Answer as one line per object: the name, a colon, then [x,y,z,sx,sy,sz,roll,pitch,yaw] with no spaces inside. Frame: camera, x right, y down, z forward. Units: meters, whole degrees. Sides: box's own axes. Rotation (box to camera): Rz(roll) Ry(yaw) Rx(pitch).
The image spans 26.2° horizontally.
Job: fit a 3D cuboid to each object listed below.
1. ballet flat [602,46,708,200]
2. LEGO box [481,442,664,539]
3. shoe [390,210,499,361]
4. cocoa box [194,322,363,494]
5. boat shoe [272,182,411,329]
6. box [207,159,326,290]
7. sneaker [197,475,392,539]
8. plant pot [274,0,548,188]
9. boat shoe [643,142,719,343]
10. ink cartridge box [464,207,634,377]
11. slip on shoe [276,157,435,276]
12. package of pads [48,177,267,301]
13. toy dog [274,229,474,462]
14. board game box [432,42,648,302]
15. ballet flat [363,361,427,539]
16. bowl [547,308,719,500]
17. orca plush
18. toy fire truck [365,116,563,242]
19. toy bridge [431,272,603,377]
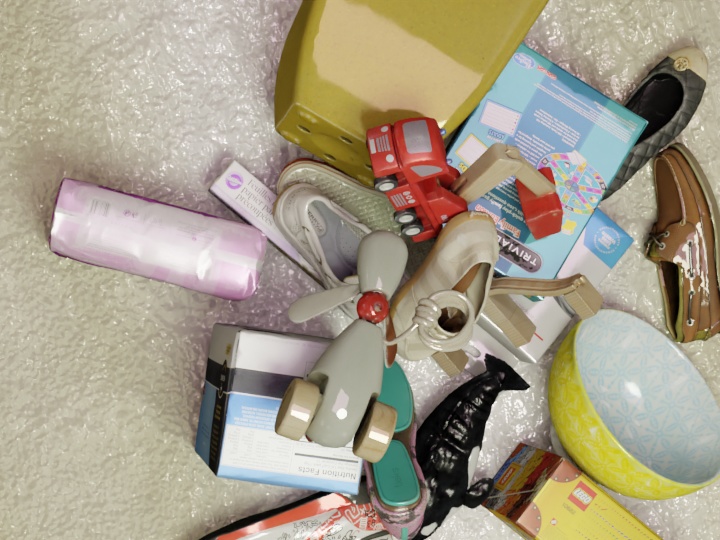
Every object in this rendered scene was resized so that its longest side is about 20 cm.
ballet flat: [0.280,-0.149,1.540,0.066,0.057,0.200,34,79,34]
LEGO box: [0.226,0.262,1.490,0.200,0.149,0.077,39,83,-7]
shoe: [0.075,0.028,1.404,0.070,0.200,0.053,-4,53,-23]
cocoa box: [-0.072,0.123,1.417,0.133,0.200,0.131,9,88,-11]
boat shoe: [0.000,0.000,1.446,0.200,0.069,0.071,43,80,-24]
box: [-0.060,-0.029,1.503,0.200,0.041,0.039,40,83,-7]
sneaker: [-0.062,0.280,1.485,0.201,0.067,0.108,-19,90,-11]
plant pot: [0.022,-0.193,1.427,0.194,0.196,0.200,30,77,-7]
boat shoe: [0.321,-0.025,1.547,0.068,0.072,0.200,-16,91,-9]
ink cartridge box: [0.159,0.011,1.523,0.116,0.068,0.200,40,84,-5]
slip on shoe: [0.007,-0.054,1.504,0.200,0.061,0.074,26,105,-20]
package of pads: [-0.189,-0.028,1.441,0.200,0.121,0.076,15,87,-9]
toy dog: [-0.008,0.074,1.298,0.132,0.096,0.200,41,64,-6]
board game box: [0.156,-0.094,1.469,0.151,0.047,0.200,32,84,-3]
ballet flat: [0.024,0.174,1.474,0.069,0.200,0.071,-4,133,-8]
bowl: [0.248,0.148,1.504,0.200,0.200,0.108,42,126,-6]
orca plush: [0.090,0.179,1.486,0.105,0.071,0.200,45,100,7]
toy fire truck: [0.095,-0.078,1.353,0.141,0.200,0.049,-16,63,10]
toy bridge: [0.136,0.040,1.448,0.067,0.200,0.027,48,45,-13]
